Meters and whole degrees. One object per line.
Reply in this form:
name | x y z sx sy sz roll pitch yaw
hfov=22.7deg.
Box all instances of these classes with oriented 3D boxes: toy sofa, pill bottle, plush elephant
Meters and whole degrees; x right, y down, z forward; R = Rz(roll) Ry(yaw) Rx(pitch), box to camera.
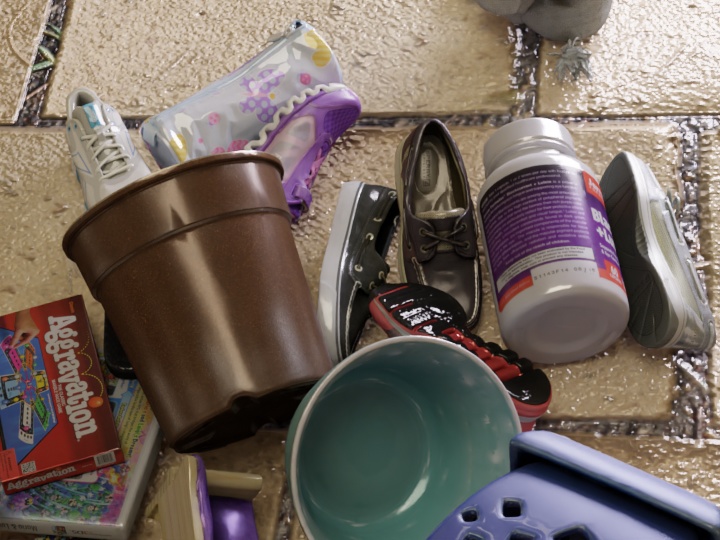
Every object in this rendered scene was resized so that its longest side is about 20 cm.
toy sofa | -0.105 0.247 1.394 0.082 0.098 0.201 9 48 -27
pill bottle | 0.161 -0.030 1.549 0.111 0.112 0.201 -10 54 3
plush elephant | 0.184 -0.298 1.708 0.164 0.155 0.201 -12 53 2

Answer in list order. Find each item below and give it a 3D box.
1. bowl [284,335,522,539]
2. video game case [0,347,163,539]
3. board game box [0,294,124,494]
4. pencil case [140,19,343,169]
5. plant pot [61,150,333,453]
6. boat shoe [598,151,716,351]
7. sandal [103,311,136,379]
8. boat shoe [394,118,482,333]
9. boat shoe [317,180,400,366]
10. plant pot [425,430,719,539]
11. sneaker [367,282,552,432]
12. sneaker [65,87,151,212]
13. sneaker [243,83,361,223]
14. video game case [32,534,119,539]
bowl | 0.019 0.148 1.420 0.201 0.201 0.105 -39 17 -18
video game case | -0.259 0.142 1.534 0.181 0.024 0.201 3 43 12
board game box | -0.272 0.103 1.547 0.102 0.020 0.200 -15 43 -9
pencil case | -0.111 -0.155 1.700 0.200 0.091 0.083 -36 57 -14
plant pot | -0.122 0.034 1.496 0.199 0.200 0.199 -22 76 -6
boat shoe | 0.255 -0.016 1.555 0.064 0.075 0.203 11 45 -27
sandal | -0.201 0.018 1.622 0.075 0.045 0.201 -4 55 5
boat shoe | 0.068 -0.038 1.575 0.072 0.065 0.201 -4 71 -5
boat shoe | 0.000 0.000 1.585 0.056 0.069 0.201 2 53 11
plant pot | 0.159 0.245 1.307 0.199 0.200 0.180 22 55 24
sneaker | 0.069 0.086 1.501 0.074 0.087 0.200 -12 41 -42
sneaker | -0.240 -0.108 1.658 0.075 0.087 0.200 -24 36 -13
sneaker | -0.069 -0.089 1.660 0.200 0.081 0.088 -40 64 -12
video game case | -0.258 0.306 1.432 0.199 0.036 0.182 -27 54 -9
